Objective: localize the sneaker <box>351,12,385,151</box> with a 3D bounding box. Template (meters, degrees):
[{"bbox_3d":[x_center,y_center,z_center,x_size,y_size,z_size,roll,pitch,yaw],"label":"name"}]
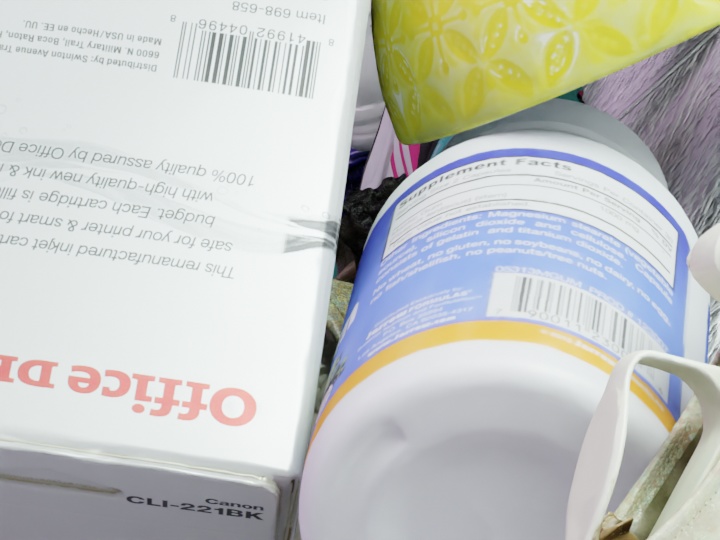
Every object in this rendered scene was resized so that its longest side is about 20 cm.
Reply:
[{"bbox_3d":[0.067,-0.125,1.150,0.200,0.089,0.075,-26,20,3],"label":"sneaker"}]

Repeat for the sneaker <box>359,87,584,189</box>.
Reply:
[{"bbox_3d":[0.051,-0.012,1.107,0.200,0.084,0.121,94,167,-45],"label":"sneaker"}]

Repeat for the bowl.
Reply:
[{"bbox_3d":[0.082,-0.130,0.941,0.200,0.108,0.200,-25,6,3],"label":"bowl"}]

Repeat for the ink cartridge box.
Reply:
[{"bbox_3d":[-0.078,-0.016,0.891,0.084,0.144,0.200,99,179,-61],"label":"ink cartridge box"}]

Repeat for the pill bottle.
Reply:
[{"bbox_3d":[0.049,0.026,0.872,0.112,0.112,0.200,-54,10,27],"label":"pill bottle"}]

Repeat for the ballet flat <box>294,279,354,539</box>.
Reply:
[{"bbox_3d":[-0.016,0.094,0.920,0.071,0.071,0.200,136,140,-58],"label":"ballet flat"}]

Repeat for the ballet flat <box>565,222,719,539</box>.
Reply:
[{"bbox_3d":[0.103,0.023,0.748,0.200,0.062,0.067,-62,10,-19],"label":"ballet flat"}]

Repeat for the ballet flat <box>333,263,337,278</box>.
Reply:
[{"bbox_3d":[-0.052,-0.003,1.166,0.074,0.200,0.074,-29,-33,-21],"label":"ballet flat"}]

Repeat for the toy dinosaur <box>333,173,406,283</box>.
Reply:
[{"bbox_3d":[0.000,0.000,1.027,0.200,0.088,0.047,-1,45,31],"label":"toy dinosaur"}]

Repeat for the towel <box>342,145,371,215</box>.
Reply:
[{"bbox_3d":[0.006,-0.055,1.280,0.148,0.050,0.200,-7,18,31],"label":"towel"}]
